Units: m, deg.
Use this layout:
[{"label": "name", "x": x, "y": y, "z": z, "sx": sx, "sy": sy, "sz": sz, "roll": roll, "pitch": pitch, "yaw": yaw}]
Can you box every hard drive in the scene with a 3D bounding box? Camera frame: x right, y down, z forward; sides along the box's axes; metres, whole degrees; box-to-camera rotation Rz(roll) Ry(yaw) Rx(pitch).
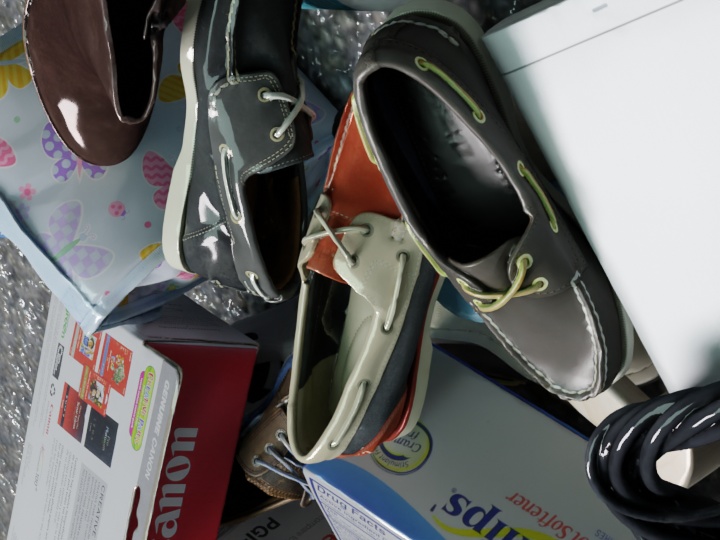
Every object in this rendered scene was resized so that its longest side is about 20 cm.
[{"label": "hard drive", "x": 0.146, "y": -0.032, "z": 0.694, "sx": 0.132, "sy": 0.027, "sz": 0.201, "roll": -18, "pitch": 106, "yaw": 47}]

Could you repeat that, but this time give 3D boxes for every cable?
[{"label": "cable", "x": 0.195, "y": 0.091, "z": 0.706, "sx": 0.199, "sy": 0.051, "sz": 0.163, "roll": 8, "pitch": 154, "yaw": 1}]

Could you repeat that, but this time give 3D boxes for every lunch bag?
[{"label": "lunch bag", "x": -0.135, "y": -0.072, "z": 0.989, "sx": 0.170, "sy": 0.200, "sz": 0.127, "roll": 48, "pitch": 144, "yaw": 9}]

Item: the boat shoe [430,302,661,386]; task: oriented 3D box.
[{"label": "boat shoe", "x": 0.088, "y": 0.031, "z": 0.933, "sx": 0.199, "sy": 0.072, "sz": 0.059, "roll": 8, "pitch": 165, "yaw": 33}]

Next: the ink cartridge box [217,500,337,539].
[{"label": "ink cartridge box", "x": -0.083, "y": 0.180, "z": 1.176, "sx": 0.199, "sy": 0.146, "sz": 0.083, "roll": 31, "pitch": 132, "yaw": 29}]

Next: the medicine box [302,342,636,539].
[{"label": "medicine box", "x": 0.083, "y": 0.155, "z": 0.936, "sx": 0.182, "sy": 0.103, "sz": 0.200, "roll": 31, "pitch": 161, "yaw": 24}]

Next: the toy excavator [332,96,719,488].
[{"label": "toy excavator", "x": 0.094, "y": 0.001, "z": 0.846, "sx": 0.194, "sy": 0.100, "sz": 0.201, "roll": 10, "pitch": 117, "yaw": 47}]

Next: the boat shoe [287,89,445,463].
[{"label": "boat shoe", "x": 0.000, "y": 0.000, "z": 0.814, "sx": 0.071, "sy": 0.062, "sz": 0.201, "roll": 29, "pitch": 122, "yaw": 43}]

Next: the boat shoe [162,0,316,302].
[{"label": "boat shoe", "x": -0.045, "y": -0.078, "z": 0.797, "sx": 0.067, "sy": 0.072, "sz": 0.201, "roll": 27, "pitch": 125, "yaw": 28}]

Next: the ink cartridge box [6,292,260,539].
[{"label": "ink cartridge box", "x": -0.135, "y": 0.124, "z": 1.028, "sx": 0.175, "sy": 0.083, "sz": 0.201, "roll": 29, "pitch": 110, "yaw": 52}]

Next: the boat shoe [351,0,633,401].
[{"label": "boat shoe", "x": 0.056, "y": -0.019, "z": 0.745, "sx": 0.071, "sy": 0.061, "sz": 0.202, "roll": -20, "pitch": 109, "yaw": 33}]

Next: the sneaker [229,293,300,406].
[{"label": "sneaker", "x": -0.019, "y": 0.072, "z": 1.094, "sx": 0.200, "sy": 0.073, "sz": 0.112, "roll": -19, "pitch": 117, "yaw": 49}]

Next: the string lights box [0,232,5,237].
[{"label": "string lights box", "x": -0.201, "y": -0.067, "z": 1.152, "sx": 0.199, "sy": 0.103, "sz": 0.059, "roll": 8, "pitch": 125, "yaw": 46}]

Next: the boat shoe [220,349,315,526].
[{"label": "boat shoe", "x": -0.037, "y": 0.107, "z": 1.028, "sx": 0.072, "sy": 0.073, "sz": 0.200, "roll": 30, "pitch": 142, "yaw": -13}]

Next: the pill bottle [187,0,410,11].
[{"label": "pill bottle", "x": -0.020, "y": -0.186, "z": 0.842, "sx": 0.199, "sy": 0.111, "sz": 0.111, "roll": 12, "pitch": 126, "yaw": 44}]

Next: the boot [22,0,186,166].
[{"label": "boot", "x": -0.124, "y": -0.108, "z": 0.808, "sx": 0.167, "sy": 0.072, "sz": 0.201, "roll": -111, "pitch": 20, "yaw": -55}]

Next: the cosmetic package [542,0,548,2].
[{"label": "cosmetic package", "x": 0.159, "y": -0.079, "z": 0.737, "sx": 0.103, "sy": 0.087, "sz": 0.201, "roll": 1, "pitch": 119, "yaw": 44}]
